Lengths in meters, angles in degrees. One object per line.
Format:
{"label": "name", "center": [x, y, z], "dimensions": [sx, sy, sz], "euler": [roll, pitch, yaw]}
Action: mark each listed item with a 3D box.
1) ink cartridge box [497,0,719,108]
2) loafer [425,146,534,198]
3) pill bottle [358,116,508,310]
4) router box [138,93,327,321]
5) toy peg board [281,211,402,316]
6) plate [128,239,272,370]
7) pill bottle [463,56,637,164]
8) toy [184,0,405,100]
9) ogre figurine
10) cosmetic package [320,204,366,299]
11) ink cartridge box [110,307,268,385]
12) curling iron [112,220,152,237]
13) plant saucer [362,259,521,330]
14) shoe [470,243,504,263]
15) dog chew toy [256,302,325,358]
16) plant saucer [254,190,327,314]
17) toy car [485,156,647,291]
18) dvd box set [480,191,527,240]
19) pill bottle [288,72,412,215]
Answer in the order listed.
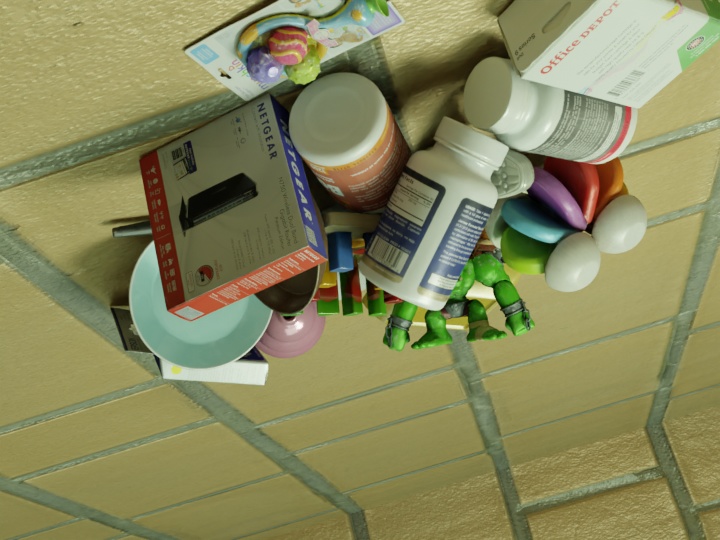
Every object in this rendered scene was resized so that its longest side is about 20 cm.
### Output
{"label": "ink cartridge box", "center": [0.271, -0.263, 1.044], "dimensions": [0.199, 0.088, 0.145], "euler": [3, 149, -36]}
{"label": "loafer", "center": [0.150, -0.129, 1.194], "dimensions": [0.070, 0.070, 0.200], "euler": [-13, -162, -26]}
{"label": "pill bottle", "center": [0.087, -0.066, 1.102], "dimensions": [0.111, 0.111, 0.201], "euler": [16, 104, -48]}
{"label": "router box", "center": [-0.145, -0.070, 1.078], "dimensions": [0.179, 0.201, 0.049], "euler": [-24, 154, 16]}
{"label": "toy peg board", "center": [0.000, 0.000, 1.241], "dimensions": [0.199, 0.098, 0.199], "euler": [1, 169, -32]}
{"label": "plate", "center": [-0.211, 0.032, 1.299], "dimensions": [0.199, 0.201, 0.026], "euler": [-3, -176, -25]}
{"label": "pill bottle", "center": [0.219, -0.190, 1.139], "dimensions": [0.199, 0.111, 0.111], "euler": [4, 149, -36]}
{"label": "toy", "center": [-0.062, -0.224, 0.983], "dimensions": [0.199, 0.047, 0.115], "euler": [-25, 152, 19]}
{"label": "ogre figurine", "center": [0.126, 0.041, 1.332], "dimensions": [0.199, 0.120, 0.098], "euler": [-9, 177, 22]}
{"label": "cosmetic package", "center": [-0.017, -0.029, 1.411], "dimensions": [0.150, 0.052, 0.200], "euler": [-20, 155, 15]}
{"label": "ink cartridge box", "center": [-0.251, 0.109, 1.397], "dimensions": [0.199, 0.047, 0.198], "euler": [6, -167, -21]}
{"label": "curling iron", "center": [-0.217, -0.062, 1.251], "dimensions": [0.199, 0.026, 0.050], "euler": [-5, -169, -13]}
{"label": "plant saucer", "center": [0.120, 0.042, 1.464], "dimensions": [0.199, 0.049, 0.200], "euler": [5, 157, -14]}
{"label": "shoe", "center": [0.152, -0.023, 1.464], "dimensions": [0.091, 0.072, 0.200], "euler": [2, 171, 30]}
{"label": "dog chew toy", "center": [-0.108, 0.066, 1.426], "dimensions": [0.124, 0.125, 0.200], "euler": [-12, 177, -8]}
{"label": "plant saucer", "center": [-0.100, -0.047, 1.170], "dimensions": [0.034, 0.201, 0.200], "euler": [-19, 161, -36]}
{"label": "toy car", "center": [0.262, -0.085, 1.274], "dimensions": [0.200, 0.175, 0.150], "euler": [-37, 139, -11]}
{"label": "dvd box set", "center": [0.249, -0.089, 1.462], "dimensions": [0.200, 0.030, 0.146], "euler": [10, 145, -42]}
{"label": "pill bottle", "center": [0.000, -0.132, 1.132], "dimensions": [0.112, 0.113, 0.200], "euler": [-20, 154, 9]}
